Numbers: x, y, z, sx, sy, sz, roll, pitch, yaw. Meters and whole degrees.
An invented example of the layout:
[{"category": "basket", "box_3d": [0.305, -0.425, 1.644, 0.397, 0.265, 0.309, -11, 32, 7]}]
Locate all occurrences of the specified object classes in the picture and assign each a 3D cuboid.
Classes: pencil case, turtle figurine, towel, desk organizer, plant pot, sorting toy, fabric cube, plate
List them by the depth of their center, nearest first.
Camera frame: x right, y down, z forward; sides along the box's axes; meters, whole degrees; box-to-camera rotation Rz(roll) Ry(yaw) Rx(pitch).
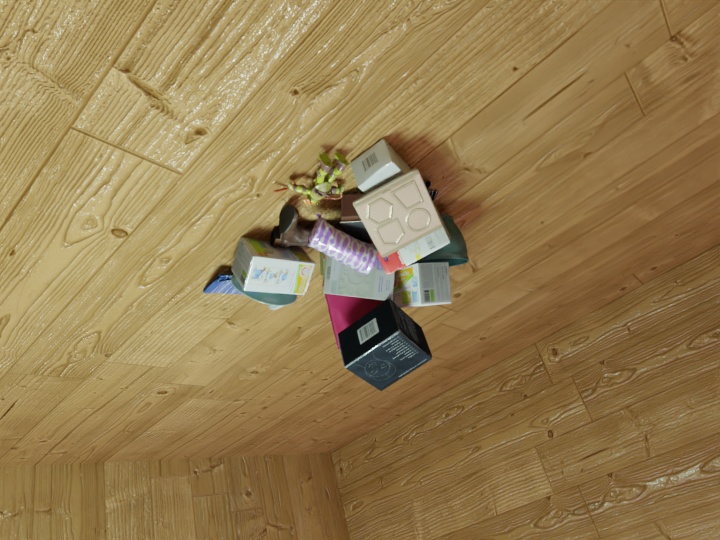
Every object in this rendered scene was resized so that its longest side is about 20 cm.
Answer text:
[{"category": "turtle figurine", "box_3d": [-0.103, -0.211, 1.290, 0.194, 0.066, 0.162, 1, 145, -32]}, {"category": "sorting toy", "box_3d": [0.096, -0.144, 1.340, 0.180, 0.037, 0.202, -26, 128, 10]}, {"category": "pencil case", "box_3d": [-0.042, -0.064, 1.384, 0.195, 0.088, 0.084, 26, 175, -20]}, {"category": "desk organizer", "box_3d": [-0.004, -0.131, 1.467, 0.069, 0.080, 0.201, -3, 161, 9]}, {"category": "plate", "box_3d": [-0.270, 0.038, 1.509, 0.195, 0.200, 0.026, 8, 114, -38]}, {"category": "plant pot", "box_3d": [0.222, -0.088, 1.586, 0.192, 0.140, 0.200, -3, 173, 0]}, {"category": "towel", "box_3d": [-0.359, 0.051, 1.592, 0.194, 0.025, 0.143, 6, 157, -36]}, {"category": "fabric cube", "box_3d": [-0.008, 0.117, 1.692, 0.189, 0.207, 0.200, -15, 180, -5]}]

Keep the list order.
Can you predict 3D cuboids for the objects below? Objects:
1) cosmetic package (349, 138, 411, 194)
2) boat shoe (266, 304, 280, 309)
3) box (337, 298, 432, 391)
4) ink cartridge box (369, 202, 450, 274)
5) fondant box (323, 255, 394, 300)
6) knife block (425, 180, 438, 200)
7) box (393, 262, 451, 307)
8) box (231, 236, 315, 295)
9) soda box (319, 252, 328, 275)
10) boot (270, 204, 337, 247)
[{"category": "cosmetic package", "box_3d": [0.072, -0.229, 1.348, 0.111, 0.083, 0.198, -32, 148, 20]}, {"category": "boat shoe", "box_3d": [-0.232, 0.045, 1.646, 0.200, 0.076, 0.064, -39, 140, 24]}, {"category": "box", "box_3d": [0.070, 0.219, 1.525, 0.197, 0.126, 0.196, -34, 133, 16]}, {"category": "ink cartridge box", "box_3d": [0.135, -0.087, 1.442, 0.195, 0.119, 0.067, -27, -174, 16]}, {"category": "fondant box", "box_3d": [0.000, 0.000, 1.478, 0.193, 0.151, 0.058, 7, 176, -24]}, {"category": "knife block", "box_3d": [0.149, -0.169, 1.513, 0.170, 0.066, 0.201, -23, 150, 9]}, {"category": "box", "box_3d": [0.169, 0.045, 1.533, 0.098, 0.117, 0.199, -2, 174, -20]}, {"category": "box", "box_3d": [-0.240, -0.010, 1.469, 0.195, 0.112, 0.104, 7, 115, -38]}, {"category": "soda box", "box_3d": [-0.018, -0.023, 1.536, 0.193, 0.071, 0.064, -3, -178, -23]}, {"category": "boot", "box_3d": [-0.129, -0.113, 1.440, 0.193, 0.067, 0.186, 2, 158, -27]}]
